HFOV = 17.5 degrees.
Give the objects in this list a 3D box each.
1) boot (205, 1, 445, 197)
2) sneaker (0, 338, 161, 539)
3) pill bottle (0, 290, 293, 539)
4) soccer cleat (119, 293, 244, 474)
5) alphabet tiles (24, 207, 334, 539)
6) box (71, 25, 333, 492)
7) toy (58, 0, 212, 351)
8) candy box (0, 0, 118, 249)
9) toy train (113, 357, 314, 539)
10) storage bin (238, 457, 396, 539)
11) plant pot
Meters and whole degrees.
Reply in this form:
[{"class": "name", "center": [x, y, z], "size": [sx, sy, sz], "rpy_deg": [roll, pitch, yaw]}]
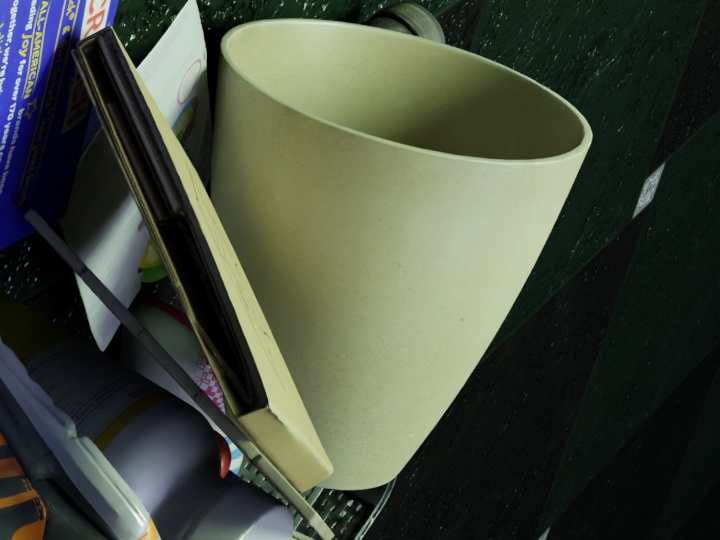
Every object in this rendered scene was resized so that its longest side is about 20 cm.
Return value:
[{"class": "boot", "center": [-0.036, -0.059, 1.303], "size": [0.174, 0.069, 0.201], "rpy_deg": [-27, 138, -50]}, {"class": "sneaker", "center": [-0.178, 0.076, 0.928], "size": [0.112, 0.200, 0.078], "rpy_deg": [-38, 152, -16]}, {"class": "pill bottle", "center": [-0.133, 0.089, 1.028], "size": [0.112, 0.199, 0.112], "rpy_deg": [-50, 159, -28]}, {"class": "soccer cleat", "center": [-0.105, 0.089, 1.303], "size": [0.086, 0.070, 0.200], "rpy_deg": [-54, 161, -20]}, {"class": "alphabet tiles", "center": [-0.072, 0.052, 1.008], "size": [0.008, 0.167, 0.200], "rpy_deg": [-43, 172, -6]}, {"class": "box", "center": [-0.061, 0.004, 0.971], "size": [0.021, 0.164, 0.200], "rpy_deg": [-25, 166, -1]}, {"class": "toy", "center": [-0.117, -0.048, 1.114], "size": [0.115, 0.047, 0.200], "rpy_deg": [-59, 167, -18]}, {"class": "candy box", "center": [-0.176, -0.074, 0.874], "size": [0.200, 0.077, 0.170], "rpy_deg": [-31, 144, -54]}, {"class": "toy train", "center": [-0.104, 0.142, 1.187], "size": [0.116, 0.200, 0.085], "rpy_deg": [-46, 157, -25]}, {"class": "storage bin", "center": [-0.072, 0.166, 1.469], "size": [0.200, 0.093, 0.135], "rpy_deg": [-54, 160, -18]}, {"class": "plant pot", "center": [0.000, 0.000, 1.171], "size": [0.187, 0.187, 0.201], "rpy_deg": [-27, 136, -59]}]
